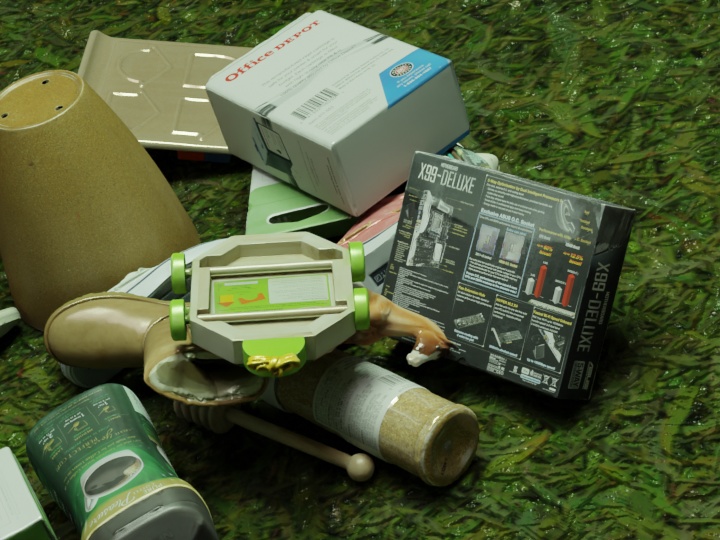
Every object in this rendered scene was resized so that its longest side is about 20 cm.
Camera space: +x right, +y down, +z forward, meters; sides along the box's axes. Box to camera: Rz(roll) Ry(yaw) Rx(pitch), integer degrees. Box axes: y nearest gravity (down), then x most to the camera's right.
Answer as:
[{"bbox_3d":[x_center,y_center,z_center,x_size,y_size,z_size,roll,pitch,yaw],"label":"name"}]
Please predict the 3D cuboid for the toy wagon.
[{"bbox_3d":[-0.070,0.031,1.560,0.154,0.040,0.200,-4,33,-1],"label":"toy wagon"}]

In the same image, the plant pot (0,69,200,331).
[{"bbox_3d":[-0.263,-0.077,1.849,0.186,0.200,0.187,-11,36,8],"label":"plant pot"}]

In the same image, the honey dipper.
[{"bbox_3d":[-0.069,0.134,1.638,0.200,0.038,0.038,20,51,35],"label":"honey dipper"}]

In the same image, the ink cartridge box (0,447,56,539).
[{"bbox_3d":[-0.344,0.232,1.592,0.199,0.059,0.104,-27,37,-10],"label":"ink cartridge box"}]

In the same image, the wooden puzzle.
[{"bbox_3d":[-0.189,-0.168,2.036,0.199,0.046,0.186,8,39,-2],"label":"wooden puzzle"}]

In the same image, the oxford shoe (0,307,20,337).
[{"bbox_3d":[-0.375,0.094,1.803,0.075,0.058,0.200,-28,8,43],"label":"oxford shoe"}]

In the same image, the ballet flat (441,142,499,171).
[{"bbox_3d":[0.082,-0.094,1.844,0.071,0.069,0.200,-8,29,-31],"label":"ballet flat"}]

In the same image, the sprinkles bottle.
[{"bbox_3d":[0.003,0.107,1.608,0.200,0.068,0.068,23,53,42],"label":"sprinkles bottle"}]

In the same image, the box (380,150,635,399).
[{"bbox_3d":[0.112,0.002,1.629,0.200,0.158,0.050,18,8,39],"label":"box"}]

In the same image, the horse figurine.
[{"bbox_3d":[-0.032,0.031,1.640,0.132,0.050,0.200,-18,32,-34],"label":"horse figurine"}]

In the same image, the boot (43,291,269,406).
[{"bbox_3d":[-0.172,0.064,1.650,0.174,0.066,0.200,-5,11,-8],"label":"boot"}]

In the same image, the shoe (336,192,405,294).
[{"bbox_3d":[0.000,0.000,1.755,0.200,0.072,0.091,-33,15,0],"label":"shoe"}]

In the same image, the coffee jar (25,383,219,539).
[{"bbox_3d":[-0.186,0.179,1.581,0.104,0.085,0.200,-30,37,-9],"label":"coffee jar"}]

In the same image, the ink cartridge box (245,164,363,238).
[{"bbox_3d":[-0.045,-0.077,1.871,0.103,0.059,0.200,-11,37,11],"label":"ink cartridge box"}]

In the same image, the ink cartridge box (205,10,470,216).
[{"bbox_3d":[-0.022,-0.148,1.826,0.146,0.086,0.200,-36,37,-22],"label":"ink cartridge box"}]

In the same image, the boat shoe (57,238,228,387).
[{"bbox_3d":[-0.189,0.024,1.791,0.200,0.074,0.067,-31,39,-16],"label":"boat shoe"}]
